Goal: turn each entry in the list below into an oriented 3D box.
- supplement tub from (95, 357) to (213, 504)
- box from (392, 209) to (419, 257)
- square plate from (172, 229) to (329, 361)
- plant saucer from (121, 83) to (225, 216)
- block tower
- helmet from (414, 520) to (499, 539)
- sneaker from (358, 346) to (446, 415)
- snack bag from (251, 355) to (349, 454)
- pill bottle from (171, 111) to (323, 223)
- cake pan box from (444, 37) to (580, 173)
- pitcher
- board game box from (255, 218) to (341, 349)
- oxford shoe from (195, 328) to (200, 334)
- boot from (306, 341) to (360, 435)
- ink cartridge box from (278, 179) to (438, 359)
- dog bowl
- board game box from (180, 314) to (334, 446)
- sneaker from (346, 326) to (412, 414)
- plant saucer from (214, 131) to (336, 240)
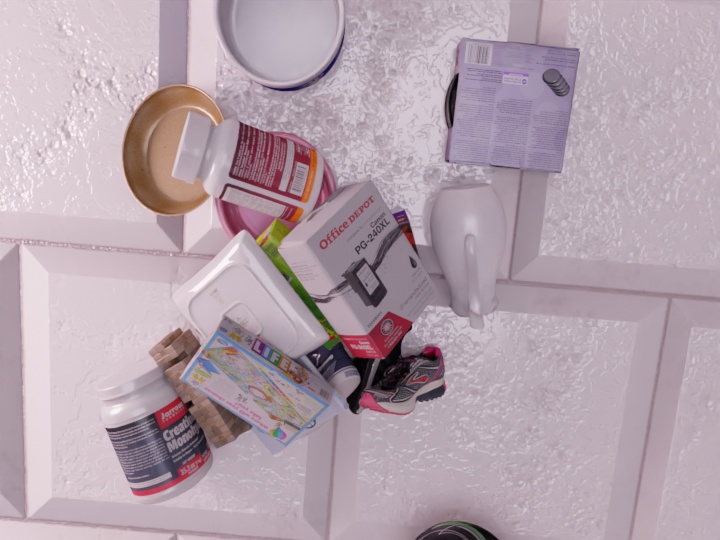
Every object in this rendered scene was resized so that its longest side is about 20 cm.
[{"bbox_3d":[-0.338,0.260,0.955,0.137,0.141,0.205,-18,100,3],"label":"supplement tub"},{"bbox_3d":[0.000,0.000,0.934,0.195,0.039,0.139,-19,124,3],"label":"box"},{"bbox_3d":[-0.172,0.073,0.862,0.198,0.029,0.200,-35,98,30],"label":"square plate"},{"bbox_3d":[-0.284,-0.185,0.910,0.194,0.035,0.207,-1,87,17],"label":"plant saucer"},{"bbox_3d":[-0.253,0.191,0.931,0.053,0.058,0.203,-27,102,29],"label":"block tower"},{"bbox_3d":[0.166,0.523,0.971,0.196,0.188,0.206,-10,107,-37],"label":"helmet"},{"bbox_3d":[0.067,0.176,0.930,0.079,0.198,0.077,5,100,38],"label":"sneaker"},{"bbox_3d":[-0.139,0.185,0.928,0.199,0.021,0.190,-36,96,30],"label":"snack bag"},{"bbox_3d":[-0.158,-0.147,0.823,0.195,0.110,0.112,17,100,-22],"label":"pill bottle"},{"bbox_3d":[0.231,-0.256,0.911,0.193,0.052,0.190,4,98,-1],"label":"cake pan box"},{"bbox_3d":[0.170,-0.024,0.888,0.117,0.172,0.206,-5,101,7],"label":"pitcher"},{"bbox_3d":[-0.085,0.025,0.883,0.199,0.048,0.101,40,122,-20],"label":"board game box"},{"bbox_3d":[-0.191,0.132,0.978,0.199,0.071,0.073,42,117,-2],"label":"oxford shoe"},{"bbox_3d":[-0.078,0.201,0.988,0.200,0.072,0.092,-47,53,26],"label":"boot"},{"bbox_3d":[0.001,-0.001,0.820,0.145,0.083,0.202,-45,111,-28],"label":"ink cartridge box"},{"bbox_3d":[-0.119,-0.380,0.877,0.194,0.079,0.207,0,99,0],"label":"dog bowl"},{"bbox_3d":[-0.155,0.169,0.865,0.198,0.035,0.135,36,124,-13],"label":"board game box"},{"bbox_3d":[0.036,0.157,0.970,0.081,0.072,0.205,11,111,-24],"label":"sneaker"},{"bbox_3d":[-0.134,-0.118,0.936,0.194,0.051,0.207,0,99,0],"label":"plant saucer"}]
